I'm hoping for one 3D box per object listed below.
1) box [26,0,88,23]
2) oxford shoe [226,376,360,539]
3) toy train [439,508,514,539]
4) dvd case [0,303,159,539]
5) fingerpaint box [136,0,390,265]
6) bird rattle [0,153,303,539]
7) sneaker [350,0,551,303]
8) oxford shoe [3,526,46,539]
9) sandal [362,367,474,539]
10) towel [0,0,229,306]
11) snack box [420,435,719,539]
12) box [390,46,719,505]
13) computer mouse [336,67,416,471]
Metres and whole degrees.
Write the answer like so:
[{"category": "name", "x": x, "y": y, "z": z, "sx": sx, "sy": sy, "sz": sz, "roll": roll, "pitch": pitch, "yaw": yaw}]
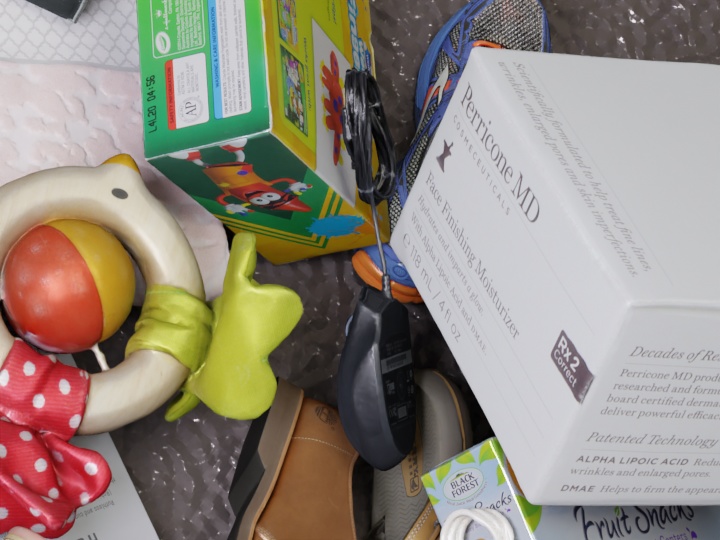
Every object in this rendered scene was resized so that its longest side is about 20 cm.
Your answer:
[{"category": "box", "x": -0.205, "y": -0.248, "z": 1.552, "sx": 0.199, "sy": 0.048, "sz": 0.194, "roll": 24, "pitch": 54, "yaw": -11}, {"category": "oxford shoe", "x": -0.039, "y": 0.149, "z": 1.464, "sx": 0.071, "sy": 0.071, "sz": 0.201, "roll": 24, "pitch": 60, "yaw": -9}, {"category": "toy train", "x": 0.047, "y": 0.221, "z": 1.402, "sx": 0.150, "sy": 0.201, "sz": 0.056, "roll": 25, "pitch": 12, "yaw": 25}, {"category": "dvd case", "x": -0.198, "y": 0.083, "z": 1.447, "sx": 0.150, "sy": 0.025, "sz": 0.201, "roll": -20, "pitch": 78, "yaw": -31}, {"category": "fingerpaint box", "x": -0.052, "y": -0.125, "z": 1.522, "sx": 0.073, "sy": 0.167, "sz": 0.201, "roll": -12, "pitch": 69, "yaw": 18}, {"category": "bird rattle", "x": -0.136, "y": 0.034, "z": 1.426, "sx": 0.199, "sy": 0.113, "sz": 0.164, "roll": -25, "pitch": 83, "yaw": -15}, {"category": "sneaker", "x": 0.063, "y": -0.074, "z": 1.603, "sx": 0.075, "sy": 0.078, "sz": 0.201, "roll": 28, "pitch": 60, "yaw": -13}, {"category": "oxford shoe", "x": -0.130, "y": 0.215, "z": 1.369, "sx": 0.074, "sy": 0.071, "sz": 0.201, "roll": -30, "pitch": 105, "yaw": -26}, {"category": "sandal", "x": 0.027, "y": 0.139, "z": 1.491, "sx": 0.054, "sy": 0.082, "sz": 0.201, "roll": 17, "pitch": 58, "yaw": -40}, {"category": "towel", "x": -0.168, "y": -0.071, "z": 1.504, "sx": 0.199, "sy": 0.032, "sz": 0.192, "roll": 3, "pitch": 60, "yaw": -26}, {"category": "snack box", "x": 0.125, "y": 0.147, "z": 1.506, "sx": 0.200, "sy": 0.053, "sz": 0.143, "roll": -6, "pitch": 68, "yaw": -58}, {"category": "box", "x": 0.150, "y": 0.003, "z": 1.467, "sx": 0.199, "sy": 0.131, "sz": 0.199, "roll": 3, "pitch": 39, "yaw": -28}, {"category": "computer mouse", "x": 0.000, "y": 0.000, "z": 1.482, "sx": 0.059, "sy": 0.034, "sz": 0.201, "roll": -6, "pitch": 92, "yaw": -71}]
